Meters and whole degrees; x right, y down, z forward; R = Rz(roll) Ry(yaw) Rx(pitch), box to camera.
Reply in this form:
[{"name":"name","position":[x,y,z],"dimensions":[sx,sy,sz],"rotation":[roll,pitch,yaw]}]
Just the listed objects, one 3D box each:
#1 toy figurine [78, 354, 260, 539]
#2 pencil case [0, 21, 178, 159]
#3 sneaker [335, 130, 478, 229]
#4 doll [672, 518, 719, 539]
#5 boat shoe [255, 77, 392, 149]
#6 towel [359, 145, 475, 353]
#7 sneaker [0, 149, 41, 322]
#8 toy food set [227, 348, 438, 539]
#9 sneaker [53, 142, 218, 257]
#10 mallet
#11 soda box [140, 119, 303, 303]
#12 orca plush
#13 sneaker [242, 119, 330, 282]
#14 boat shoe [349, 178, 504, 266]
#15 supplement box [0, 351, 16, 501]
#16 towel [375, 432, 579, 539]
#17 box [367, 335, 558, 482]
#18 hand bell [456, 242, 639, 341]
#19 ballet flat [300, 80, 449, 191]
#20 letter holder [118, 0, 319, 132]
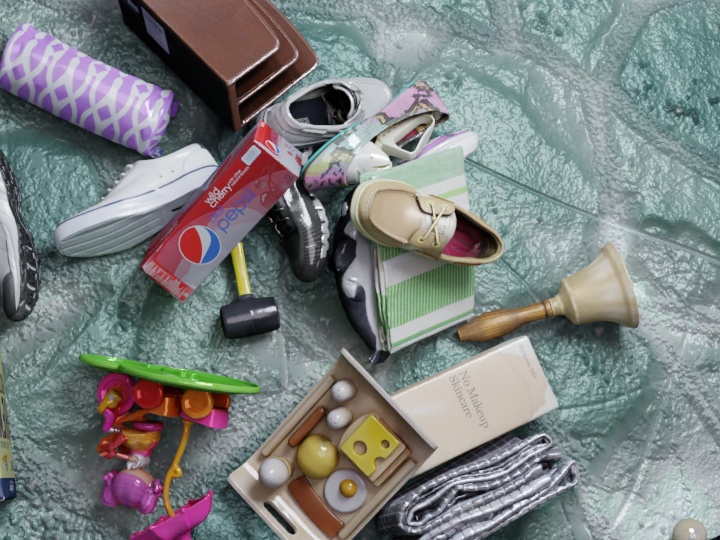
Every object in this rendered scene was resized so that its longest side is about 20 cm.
[{"name":"toy figurine","position":[-0.218,0.195,1.287],"dimensions":[0.200,0.150,0.184],"rotation":[10,88,13]},{"name":"pencil case","position":[-0.298,-0.201,1.353],"dimensions":[0.200,0.084,0.086],"rotation":[26,42,-8]},{"name":"sneaker","position":[0.067,-0.079,1.411],"dimensions":[0.200,0.075,0.100],"rotation":[-42,97,-6]},{"name":"doll","position":[0.443,0.357,1.412],"dimensions":[0.200,0.048,0.137],"rotation":[39,85,4]},{"name":"boat shoe","position":[-0.027,-0.184,1.370],"dimensions":[0.200,0.066,0.072],"rotation":[-17,83,-42]},{"name":"towel","position":[0.067,-0.024,1.355],"dimensions":[0.152,0.023,0.200],"rotation":[-20,109,-38]},{"name":"sneaker","position":[-0.397,-0.037,1.315],"dimensions":[0.079,0.074,0.200],"rotation":[-18,78,-4]},{"name":"toy food set","position":[-0.031,0.201,1.296],"dimensions":[0.144,0.060,0.200],"rotation":[45,106,11]},{"name":"sneaker","position":[-0.248,-0.078,1.354],"dimensions":[0.200,0.073,0.071],"rotation":[-23,62,-15]},{"name":"mallet","position":[-0.129,-0.023,1.377],"dimensions":[0.066,0.041,0.200],"rotation":[-3,77,-10]},{"name":"soda box","position":[-0.149,-0.062,1.306],"dimensions":[0.063,0.070,0.200],"rotation":[39,111,-16]},{"name":"orca plush","position":[0.000,0.000,1.363],"dimensions":[0.105,0.071,0.200],"rotation":[-33,118,-34]},{"name":"sneaker","position":[-0.091,-0.082,1.366],"dimensions":[0.090,0.066,0.200],"rotation":[-1,76,-37]},{"name":"boat shoe","position":[0.076,-0.050,1.298],"dimensions":[0.200,0.066,0.074],"rotation":[14,87,-42]},{"name":"supplement box","position":[-0.461,0.146,1.232],"dimensions":[0.200,0.134,0.200],"rotation":[-7,82,-12]},{"name":"towel","position":[0.118,0.240,1.313],"dimensions":[0.200,0.166,0.086],"rotation":[-26,80,-14]},{"name":"box","position":[0.108,0.154,1.368],"dimensions":[0.200,0.078,0.095],"rotation":[-24,86,-13]},{"name":"hand bell","position":[0.209,0.047,1.414],"dimensions":[0.200,0.104,0.104],"rotation":[-18,84,-1]},{"name":"ballet flat","position":[0.025,-0.140,1.361],"dimensions":[0.071,0.069,0.200],"rotation":[40,61,21]},{"name":"letter holder","position":[-0.154,-0.281,1.356],"dimensions":[0.142,0.101,0.200],"rotation":[-40,73,-16]}]
